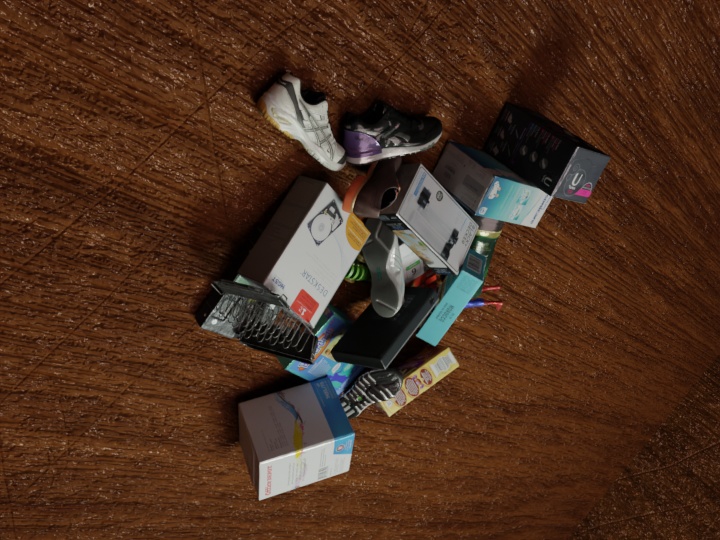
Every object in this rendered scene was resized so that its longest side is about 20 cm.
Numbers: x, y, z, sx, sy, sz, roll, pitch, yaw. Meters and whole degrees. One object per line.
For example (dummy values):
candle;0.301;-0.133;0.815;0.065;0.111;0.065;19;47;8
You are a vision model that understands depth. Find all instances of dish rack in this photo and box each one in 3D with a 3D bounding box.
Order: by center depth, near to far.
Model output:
dish rack;-0.162;0.082;1.246;0.055;0.151;0.201;-69;153;-23

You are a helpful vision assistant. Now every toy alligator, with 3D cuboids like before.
toy alligator;0.000;0.000;1.446;0.199;0.054;0.060;16;112;-46

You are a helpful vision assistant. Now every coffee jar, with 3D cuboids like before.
coffee jar;0.232;-0.050;1.553;0.084;0.105;0.202;6;119;-13

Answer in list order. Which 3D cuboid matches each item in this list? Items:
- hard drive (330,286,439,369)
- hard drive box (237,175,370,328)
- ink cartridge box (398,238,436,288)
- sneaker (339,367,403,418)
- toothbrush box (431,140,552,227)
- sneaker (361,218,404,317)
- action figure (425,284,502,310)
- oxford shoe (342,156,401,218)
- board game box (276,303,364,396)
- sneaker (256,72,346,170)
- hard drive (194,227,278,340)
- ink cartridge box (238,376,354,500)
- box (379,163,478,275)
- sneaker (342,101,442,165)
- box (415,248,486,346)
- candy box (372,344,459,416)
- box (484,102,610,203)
hard drive;0.047;0.106;1.460;0.200;0.138;0.033;-48;123;-33
hard drive box;-0.092;-0.031;1.277;0.202;0.076;0.156;-59;137;-13
ink cartridge box;0.120;-0.015;1.537;0.108;0.050;0.202;-31;137;-18
sneaker;0.027;0.232;1.610;0.199;0.076;0.116;-35;-166;38
toothbrush box;0.258;-0.166;1.457;0.198;0.146;0.086;5;121;-43
sneaker;0.047;-0.016;1.430;0.080;0.069;0.204;-13;98;-69
action figure;0.202;0.072;1.647;0.197;0.066;0.099;1;154;-11
oxford shoe;0.038;-0.146;1.292;0.201;0.072;0.072;-54;164;-46
board game box;-0.058;0.165;1.540;0.152;0.045;0.200;-48;140;4
sneaker;-0.071;-0.233;1.181;0.088;0.076;0.199;-50;140;6
hard drive;-0.186;0.032;1.331;0.139;0.038;0.201;25;105;-48
ink cartridge box;-0.133;0.338;1.508;0.197;0.147;0.148;-13;140;-20
box;0.129;-0.094;1.403;0.200;0.060;0.118;42;65;-34
sneaker;0.060;-0.248;1.283;0.198;0.076;0.089;-21;129;-25
box;0.181;0.054;1.504;0.049;0.083;0.201;27;128;-5
candy box;0.114;0.244;1.691;0.199;0.117;0.057;-35;97;-13
box;0.358;-0.227;1.447;0.121;0.200;0.107;4;120;-41
